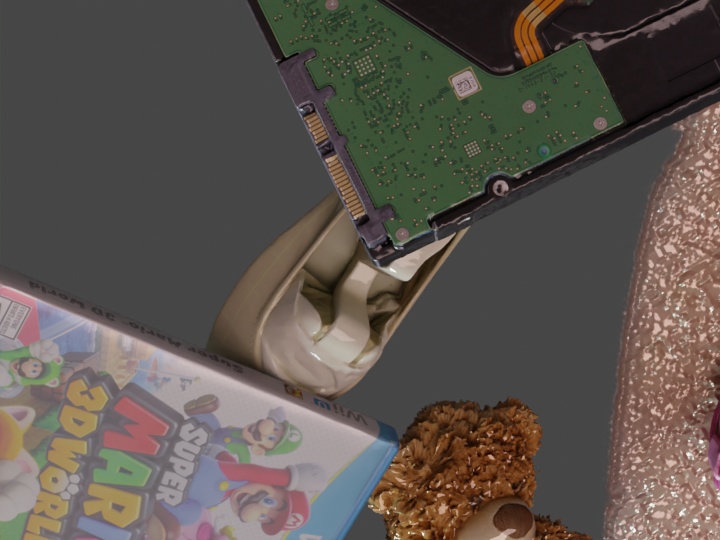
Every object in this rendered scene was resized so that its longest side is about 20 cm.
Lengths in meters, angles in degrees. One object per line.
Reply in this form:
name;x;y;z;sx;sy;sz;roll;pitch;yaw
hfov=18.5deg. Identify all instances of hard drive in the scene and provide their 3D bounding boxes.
hard drive;0.064;-0.106;0.858;0.200;0.038;0.140;-27;82;-1

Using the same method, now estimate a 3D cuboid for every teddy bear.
teddy bear;0.046;0.158;1.004;0.145;0.067;0.200;14;112;-22

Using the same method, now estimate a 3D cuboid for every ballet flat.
ballet flat;0.000;0.000;0.917;0.069;0.069;0.200;30;106;-24

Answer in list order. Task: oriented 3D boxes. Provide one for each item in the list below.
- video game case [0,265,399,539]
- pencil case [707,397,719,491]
video game case;-0.104;0.089;0.918;0.200;0.018;0.143;23;111;-19
pencil case;0.246;0.104;1.017;0.200;0.091;0.094;33;115;-23
